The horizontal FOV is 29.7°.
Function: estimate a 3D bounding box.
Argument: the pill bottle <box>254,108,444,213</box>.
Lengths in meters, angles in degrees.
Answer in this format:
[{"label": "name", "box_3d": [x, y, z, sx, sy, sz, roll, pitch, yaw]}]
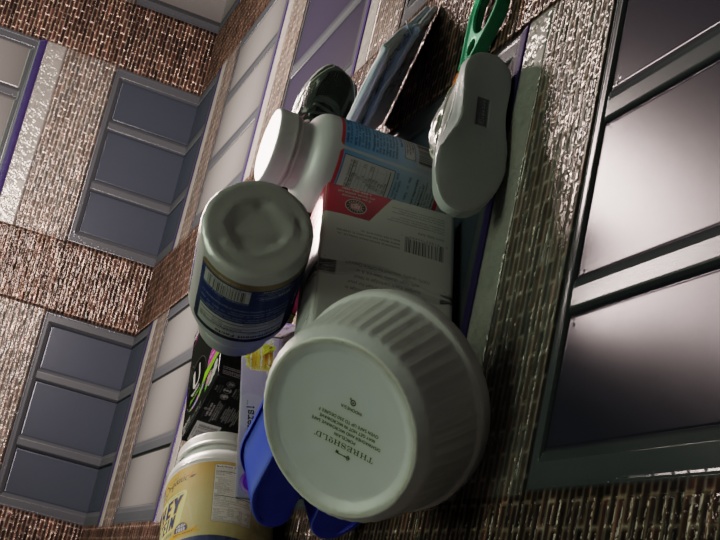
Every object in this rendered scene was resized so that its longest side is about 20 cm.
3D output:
[{"label": "pill bottle", "box_3d": [-0.009, -0.104, 1.469, 0.109, 0.198, 0.110, -162, 90, -74]}]

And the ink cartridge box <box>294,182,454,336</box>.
[{"label": "ink cartridge box", "box_3d": [0.014, 0.028, 1.350, 0.085, 0.144, 0.201, 117, 163, -47]}]

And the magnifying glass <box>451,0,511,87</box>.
[{"label": "magnifying glass", "box_3d": [0.122, -0.236, 1.493, 0.080, 0.022, 0.202, -140, 68, -73]}]

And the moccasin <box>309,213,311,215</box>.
[{"label": "moccasin", "box_3d": [-0.032, -0.079, 1.654, 0.200, 0.074, 0.078, -26, -1, 27]}]

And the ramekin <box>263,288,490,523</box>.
[{"label": "ramekin", "box_3d": [0.005, 0.122, 1.172, 0.094, 0.202, 0.204, -18, -41, -56]}]

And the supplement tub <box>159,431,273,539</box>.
[{"label": "supplement tub", "box_3d": [-0.178, 0.317, 1.700, 0.201, 0.143, 0.145, -91, 24, -48]}]

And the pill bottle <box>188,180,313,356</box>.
[{"label": "pill bottle", "box_3d": [-0.114, 0.007, 1.360, 0.200, 0.110, 0.112, 112, 168, -59]}]

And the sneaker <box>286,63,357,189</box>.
[{"label": "sneaker", "box_3d": [-0.060, -0.155, 1.669, 0.086, 0.080, 0.202, -133, 66, -82]}]

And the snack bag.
[{"label": "snack bag", "box_3d": [0.027, -0.225, 1.674, 0.190, 0.021, 0.200, -62, -5, 29]}]

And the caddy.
[{"label": "caddy", "box_3d": [-0.043, 0.179, 1.397, 0.105, 0.140, 0.201, -100, 32, -53]}]

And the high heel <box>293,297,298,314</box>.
[{"label": "high heel", "box_3d": [-0.061, -0.041, 1.780, 0.096, 0.067, 0.202, -11, 66, 59]}]

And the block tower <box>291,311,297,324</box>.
[{"label": "block tower", "box_3d": [-0.041, 0.049, 1.684, 0.054, 0.057, 0.201, -95, 29, -53]}]

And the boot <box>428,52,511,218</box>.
[{"label": "boot", "box_3d": [0.103, -0.118, 1.369, 0.096, 0.073, 0.201, 121, 168, -56]}]

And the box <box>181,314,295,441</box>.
[{"label": "box", "box_3d": [-0.158, 0.131, 1.863, 0.201, 0.123, 0.149, -89, 24, -47]}]

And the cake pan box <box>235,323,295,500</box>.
[{"label": "cake pan box", "box_3d": [-0.097, 0.158, 1.578, 0.200, 0.052, 0.186, -18, -67, -81]}]
